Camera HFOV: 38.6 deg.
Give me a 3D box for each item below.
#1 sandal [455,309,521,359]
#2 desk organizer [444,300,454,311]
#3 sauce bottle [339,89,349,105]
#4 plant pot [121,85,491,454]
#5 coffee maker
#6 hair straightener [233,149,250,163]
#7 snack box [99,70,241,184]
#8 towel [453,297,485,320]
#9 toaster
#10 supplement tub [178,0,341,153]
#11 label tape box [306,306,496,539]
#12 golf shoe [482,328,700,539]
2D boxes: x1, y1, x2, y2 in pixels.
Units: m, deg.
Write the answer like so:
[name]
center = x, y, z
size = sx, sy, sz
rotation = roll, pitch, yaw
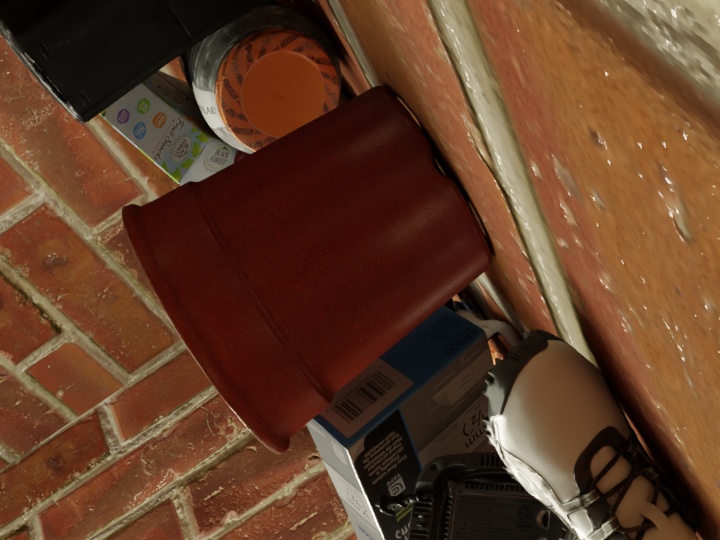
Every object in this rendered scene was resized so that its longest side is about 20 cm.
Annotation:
[sandal]
center = 0.105, 0.086, 0.903
size = 0.080, 0.059, 0.207
rotation = 59, 173, -9
[desk organizer]
center = 0.065, 0.061, 1.088
size = 0.200, 0.076, 0.073
rotation = -34, -72, -84
[sauce bottle]
center = -0.047, -0.165, 1.003
size = 0.066, 0.066, 0.201
rotation = 57, -178, -46
[plant pot]
center = -0.028, -0.013, 0.712
size = 0.202, 0.194, 0.201
rotation = 56, 179, 1
[coffee maker]
center = -0.153, -0.207, 0.712
size = 0.135, 0.199, 0.192
rotation = 56, 180, -28
[hair straightener]
center = -0.011, -0.060, 0.878
size = 0.198, 0.041, 0.077
rotation = 19, -177, 22
[snack box]
center = -0.154, -0.128, 0.949
size = 0.142, 0.053, 0.200
rotation = 38, -169, 17
[towel]
center = 0.159, 0.125, 1.046
size = 0.201, 0.024, 0.147
rotation = 57, 180, 19
[toaster]
center = 0.121, 0.202, 0.747
size = 0.129, 0.198, 0.115
rotation = 48, -135, -54
[supplement tub]
center = -0.087, -0.172, 0.874
size = 0.123, 0.122, 0.200
rotation = 57, 180, -28
[label tape box]
center = 0.052, 0.149, 0.820
size = 0.066, 0.143, 0.201
rotation = 28, 147, 47
[golf shoe]
center = 0.138, 0.115, 0.547
size = 0.201, 0.078, 0.094
rotation = 56, 163, -28
